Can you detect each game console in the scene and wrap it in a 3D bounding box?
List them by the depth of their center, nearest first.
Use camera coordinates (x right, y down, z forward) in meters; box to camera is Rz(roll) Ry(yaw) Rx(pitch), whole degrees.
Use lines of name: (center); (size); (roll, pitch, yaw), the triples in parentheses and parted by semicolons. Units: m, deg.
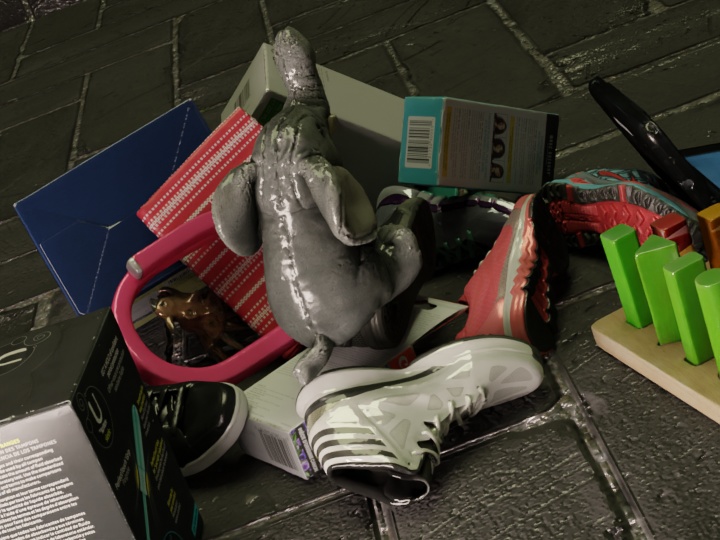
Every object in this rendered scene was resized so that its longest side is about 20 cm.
game console: (0.315, -0.121, 1.391); (0.116, 0.176, 0.200); (-41, 18, 7)

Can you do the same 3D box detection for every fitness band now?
fitness band: (-0.124, 0.024, 1.369); (0.199, 0.144, 0.038); (-33, -15, -26)

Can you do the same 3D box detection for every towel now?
towel: (-0.087, -0.033, 1.434); (0.145, 0.200, 0.022); (-46, -5, -10)

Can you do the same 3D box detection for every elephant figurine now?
elephant figurine: (-0.047, -0.053, 1.193); (0.140, 0.201, 0.155); (-30, 34, -9)

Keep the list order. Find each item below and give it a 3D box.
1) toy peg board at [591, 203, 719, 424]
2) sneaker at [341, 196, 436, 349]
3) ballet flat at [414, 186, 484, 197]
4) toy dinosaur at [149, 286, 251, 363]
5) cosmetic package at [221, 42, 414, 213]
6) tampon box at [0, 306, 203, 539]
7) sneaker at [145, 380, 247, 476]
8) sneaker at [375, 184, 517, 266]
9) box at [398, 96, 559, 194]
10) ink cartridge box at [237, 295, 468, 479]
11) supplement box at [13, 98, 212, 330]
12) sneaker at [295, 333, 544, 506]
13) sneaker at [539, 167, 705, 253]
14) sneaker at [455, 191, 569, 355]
toy peg board: (0.295, 0.001, 1.187); (0.197, 0.099, 0.200); (-27, 24, -13)
sneaker: (0.000, 0.000, 1.344); (0.113, 0.077, 0.200); (-4, 32, 23)
ballet flat: (0.095, -0.099, 1.630); (0.073, 0.075, 0.200); (-24, 26, -7)
toy dinosaur: (-0.084, 0.033, 1.468); (0.197, 0.087, 0.136); (-6, 29, 17)
cosmetic package: (-0.034, -0.140, 1.610); (0.108, 0.198, 0.085); (-55, 27, 35)
tampon box: (-0.214, 0.159, 1.144); (0.125, 0.202, 0.150); (-17, 22, 9)
sneaker: (-0.196, 0.124, 1.289); (0.198, 0.111, 0.074); (-19, 54, 37)
sneaker: (0.087, -0.024, 1.494); (0.198, 0.074, 0.088); (8, 65, 44)
box: (0.117, -0.118, 1.504); (0.049, 0.084, 0.199); (7, 3, 39)
ink cartridge box: (-0.005, 0.091, 1.309); (0.199, 0.051, 0.108); (-33, 24, -27)
supplement box: (-0.210, -0.040, 1.541); (0.199, 0.135, 0.200); (-31, -6, -7)
sneaker: (0.058, 0.123, 1.189); (0.198, 0.076, 0.116); (-12, 48, -11)
sneaker: (0.247, -0.061, 1.392); (0.095, 0.080, 0.199); (-26, 25, -25)
sneaker: (0.124, 0.002, 1.348); (0.086, 0.074, 0.201); (-18, 30, 26)
